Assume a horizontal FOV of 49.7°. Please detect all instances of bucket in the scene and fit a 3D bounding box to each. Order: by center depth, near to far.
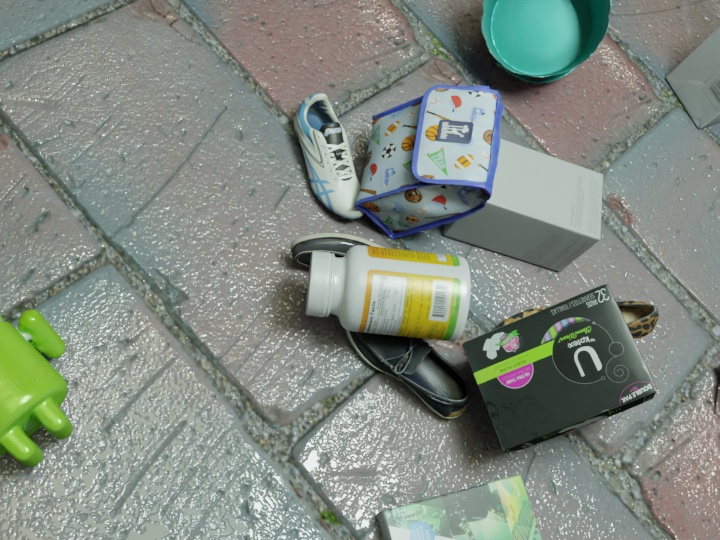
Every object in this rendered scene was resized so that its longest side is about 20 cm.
[{"bbox_3d":[0.299,-0.409,1.268,0.206,0.135,0.208,2,101,10],"label":"bucket"}]

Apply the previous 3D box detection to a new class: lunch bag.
[{"bbox_3d":[0.102,-0.157,1.085,0.124,0.200,0.170,34,56,-40],"label":"lunch bag"}]

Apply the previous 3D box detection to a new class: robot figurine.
[{"bbox_3d":[-0.407,0.122,0.852,0.200,0.116,0.175,43,69,5],"label":"robot figurine"}]

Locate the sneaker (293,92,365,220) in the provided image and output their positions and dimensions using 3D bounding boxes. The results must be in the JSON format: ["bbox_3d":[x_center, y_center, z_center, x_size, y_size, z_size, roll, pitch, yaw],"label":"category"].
[{"bbox_3d":[-0.043,-0.166,1.129,0.072,0.072,0.200,-16,73,-25],"label":"sneaker"}]

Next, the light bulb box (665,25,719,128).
[{"bbox_3d":[0.705,-0.377,1.395,0.200,0.198,0.125,-20,75,-24],"label":"light bulb box"}]

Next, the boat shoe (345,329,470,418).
[{"bbox_3d":[0.067,0.118,1.038,0.200,0.062,0.075,40,62,5],"label":"boat shoe"}]

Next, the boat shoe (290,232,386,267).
[{"bbox_3d":[0.000,0.000,1.066,0.199,0.073,0.063,12,60,-17],"label":"boat shoe"}]

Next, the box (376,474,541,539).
[{"bbox_3d":[0.133,0.349,0.967,0.199,0.036,0.145,-8,69,-22],"label":"box"}]

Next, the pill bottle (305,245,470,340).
[{"bbox_3d":[0.032,0.027,0.998,0.199,0.111,0.111,6,64,-5],"label":"pill bottle"}]

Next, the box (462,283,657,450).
[{"bbox_3d":[0.256,0.131,1.008,0.200,0.124,0.149,-24,70,11],"label":"box"}]

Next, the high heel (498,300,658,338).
[{"bbox_3d":[0.308,0.067,1.092,0.199,0.143,0.072,7,64,-15],"label":"high heel"}]

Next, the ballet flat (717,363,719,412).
[{"bbox_3d":[0.570,0.225,1.157,0.069,0.069,0.201,10,62,-13],"label":"ballet flat"}]

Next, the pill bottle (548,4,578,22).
[{"bbox_3d":[0.345,-0.513,1.394,0.106,0.106,0.201,2,66,-17],"label":"pill bottle"}]

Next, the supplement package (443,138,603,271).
[{"bbox_3d":[0.242,-0.099,1.161,0.199,0.121,0.120,17,63,-11],"label":"supplement package"}]
